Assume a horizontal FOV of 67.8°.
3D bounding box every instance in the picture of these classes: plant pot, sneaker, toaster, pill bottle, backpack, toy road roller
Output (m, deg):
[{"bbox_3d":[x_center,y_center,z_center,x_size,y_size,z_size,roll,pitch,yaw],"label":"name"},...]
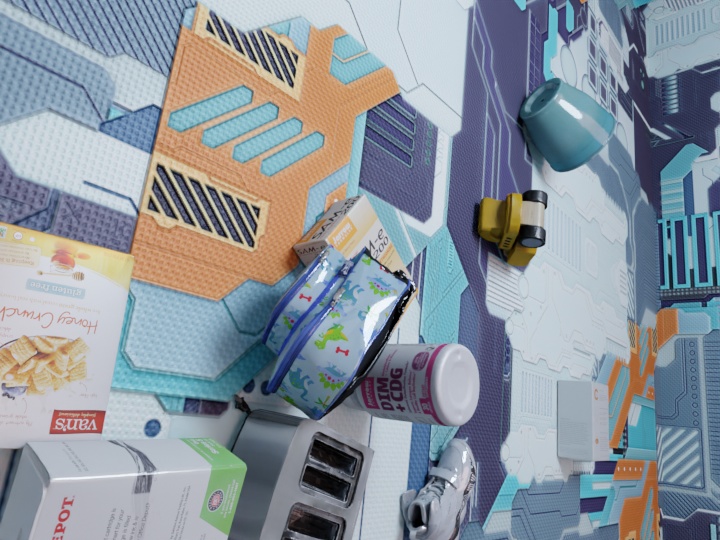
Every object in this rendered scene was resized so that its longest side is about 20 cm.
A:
[{"bbox_3d":[0.536,-0.401,1.427,0.188,0.200,0.201,37,57,-21],"label":"plant pot"},{"bbox_3d":[0.139,0.389,0.946,0.115,0.075,0.201,39,60,-41],"label":"sneaker"},{"bbox_3d":[-0.088,0.282,0.676,0.200,0.118,0.182,40,56,-37],"label":"toaster"},{"bbox_3d":[0.065,0.166,0.801,0.113,0.199,0.114,9,77,-47],"label":"pill bottle"},{"bbox_3d":[-0.045,0.082,0.704,0.146,0.183,0.200,32,49,1],"label":"backpack"},{"bbox_3d":[0.340,-0.102,1.233,0.200,0.145,0.124,79,20,-70],"label":"toy road roller"}]

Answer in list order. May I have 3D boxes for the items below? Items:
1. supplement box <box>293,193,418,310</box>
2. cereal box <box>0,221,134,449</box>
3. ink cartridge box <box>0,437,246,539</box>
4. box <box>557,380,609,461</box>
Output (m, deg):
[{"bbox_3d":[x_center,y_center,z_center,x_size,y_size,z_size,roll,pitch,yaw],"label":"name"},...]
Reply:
[{"bbox_3d":[0.000,0.000,0.847,0.201,0.073,0.126,58,47,-25],"label":"supplement box"},{"bbox_3d":[-0.309,0.066,0.516,0.143,0.039,0.202,17,72,-45],"label":"cereal box"},{"bbox_3d":[-0.230,0.248,0.521,0.199,0.084,0.147,18,87,-46],"label":"ink cartridge box"},{"bbox_3d":[0.603,0.404,1.448,0.124,0.097,0.202,19,71,-45],"label":"box"}]
